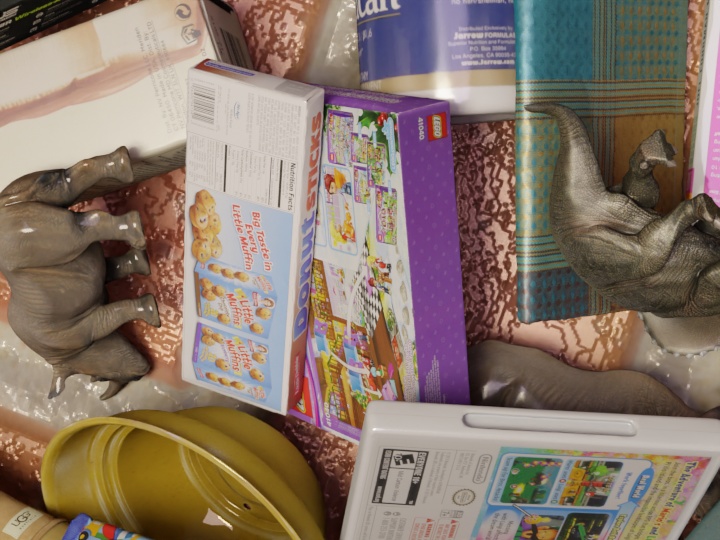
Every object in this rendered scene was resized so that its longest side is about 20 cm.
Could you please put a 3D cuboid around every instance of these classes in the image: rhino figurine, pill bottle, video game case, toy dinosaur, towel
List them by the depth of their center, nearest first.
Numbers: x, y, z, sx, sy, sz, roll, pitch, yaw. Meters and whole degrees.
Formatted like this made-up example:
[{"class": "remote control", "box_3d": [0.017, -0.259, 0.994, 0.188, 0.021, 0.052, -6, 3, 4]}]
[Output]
[{"class": "toy dinosaur", "box_3d": [0.149, -0.012, 0.721, 0.200, 0.077, 0.102, 27, 133, -27]}, {"class": "video game case", "box_3d": [0.082, 0.138, 0.756, 0.182, 0.200, 0.024, 3, 50, -5]}, {"class": "towel", "box_3d": [0.134, -0.075, 0.773, 0.022, 0.146, 0.201, 5, 97, 47]}, {"class": "pill bottle", "box_3d": [0.050, -0.185, 0.782, 0.111, 0.111, 0.201, -3, 92, 9]}, {"class": "rhino figurine", "box_3d": [0.138, 0.098, 0.805, 0.199, 0.060, 0.088, 13, 99, 6]}, {"class": "rhino figurine", "box_3d": [-0.164, 0.015, 0.811, 0.087, 0.200, 0.060, -10, 51, -9]}]

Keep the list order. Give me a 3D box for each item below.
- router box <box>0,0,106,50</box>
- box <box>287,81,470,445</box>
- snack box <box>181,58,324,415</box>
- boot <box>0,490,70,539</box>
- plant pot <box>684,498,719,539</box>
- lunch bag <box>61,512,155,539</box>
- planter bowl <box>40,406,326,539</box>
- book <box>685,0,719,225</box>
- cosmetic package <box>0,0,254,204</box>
[{"class": "router box", "box_3d": [-0.189, -0.223, 0.788, 0.200, 0.062, 0.150, -34, 87, -29]}, {"class": "box", "box_3d": [0.000, 0.000, 0.774, 0.137, 0.039, 0.201, 17, 117, 50]}, {"class": "snack box", "box_3d": [-0.063, -0.014, 0.772, 0.072, 0.024, 0.200, 17, 122, 18]}, {"class": "boot", "box_3d": [-0.261, 0.171, 0.872, 0.200, 0.066, 0.175, 27, 124, 20]}, {"class": "plant pot", "box_3d": [0.308, 0.159, 0.711, 0.196, 0.196, 0.200, 39, 80, -13]}, {"class": "lunch bag", "box_3d": [-0.099, 0.252, 0.800, 0.150, 0.094, 0.200, 13, 138, 21]}, {"class": "planter bowl", "box_3d": [-0.083, 0.142, 0.816, 0.200, 0.083, 0.201, 19, 132, 22]}, {"class": "book", "box_3d": [0.259, -0.099, 0.789, 0.133, 0.048, 0.201, 7, 92, 8]}, {"class": "cosmetic package", "box_3d": [-0.164, -0.092, 0.825, 0.200, 0.103, 0.087, -19, 90, 7]}]
